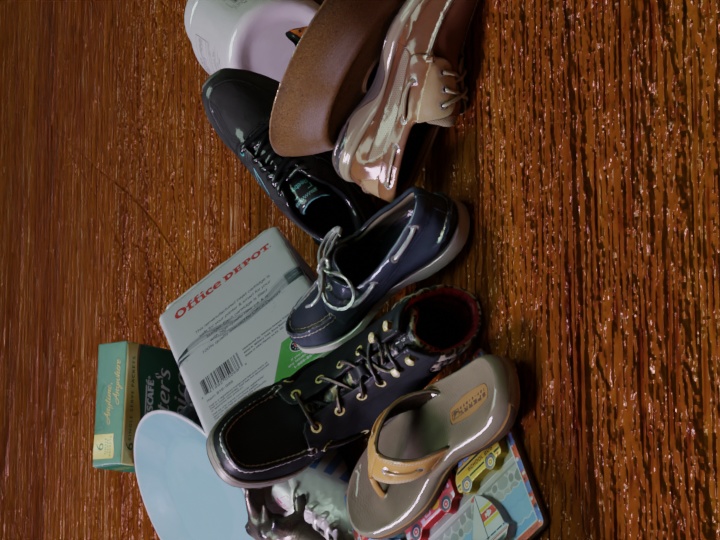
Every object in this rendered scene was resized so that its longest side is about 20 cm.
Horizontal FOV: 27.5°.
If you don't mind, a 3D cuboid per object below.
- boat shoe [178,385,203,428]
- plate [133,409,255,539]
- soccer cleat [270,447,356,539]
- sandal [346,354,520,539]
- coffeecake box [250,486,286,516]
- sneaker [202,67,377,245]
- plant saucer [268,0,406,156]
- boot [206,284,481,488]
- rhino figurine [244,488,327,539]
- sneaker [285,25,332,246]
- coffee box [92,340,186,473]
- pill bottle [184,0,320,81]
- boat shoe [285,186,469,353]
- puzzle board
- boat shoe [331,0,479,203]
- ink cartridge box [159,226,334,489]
[{"bbox_3d":[-0.139,0.125,1.442,0.072,0.067,0.200,-57,1,22],"label":"boat shoe"},{"bbox_3d":[-0.139,0.215,1.335,0.199,0.025,0.203,29,131,38],"label":"plate"},{"bbox_3d":[-0.027,0.207,1.255,0.200,0.085,0.071,-141,57,-61],"label":"soccer cleat"},{"bbox_3d":[0.041,0.125,1.079,0.200,0.053,0.081,-46,45,39],"label":"sandal"},{"bbox_3d":[-0.080,0.259,1.388,0.154,0.072,0.202,127,139,-54],"label":"coffeecake box"},{"bbox_3d":[-0.056,-0.093,1.246,0.075,0.200,0.079,-44,8,10],"label":"sneaker"},{"bbox_3d":[0.002,-0.168,1.163,0.035,0.200,0.202,34,130,14],"label":"plant saucer"},{"bbox_3d":[-0.011,0.083,1.110,0.074,0.202,0.154,59,141,14],"label":"boot"},{"bbox_3d":[-0.031,0.258,1.202,0.201,0.060,0.087,53,142,3],"label":"rhino figurine"},{"bbox_3d":[-0.043,-0.121,1.316,0.070,0.089,0.203,-150,66,-63],"label":"sneaker"},{"bbox_3d":[-0.184,0.146,1.481,0.044,0.199,0.125,-8,73,35],"label":"coffee box"},{"bbox_3d":[-0.104,-0.229,1.437,0.200,0.113,0.116,-138,54,-60],"label":"pill bottle"},{"bbox_3d":[0.000,0.000,1.168,0.199,0.061,0.076,-34,45,38],"label":"boat shoe"},{"bbox_3d":[0.055,0.178,1.105,0.200,0.017,0.152,-51,41,35],"label":"puzzle board"},{"bbox_3d":[0.051,-0.141,1.145,0.074,0.075,0.201,39,121,22],"label":"boat shoe"},{"bbox_3d":[-0.084,0.073,1.317,0.146,0.083,0.201,-37,37,3],"label":"ink cartridge box"}]
